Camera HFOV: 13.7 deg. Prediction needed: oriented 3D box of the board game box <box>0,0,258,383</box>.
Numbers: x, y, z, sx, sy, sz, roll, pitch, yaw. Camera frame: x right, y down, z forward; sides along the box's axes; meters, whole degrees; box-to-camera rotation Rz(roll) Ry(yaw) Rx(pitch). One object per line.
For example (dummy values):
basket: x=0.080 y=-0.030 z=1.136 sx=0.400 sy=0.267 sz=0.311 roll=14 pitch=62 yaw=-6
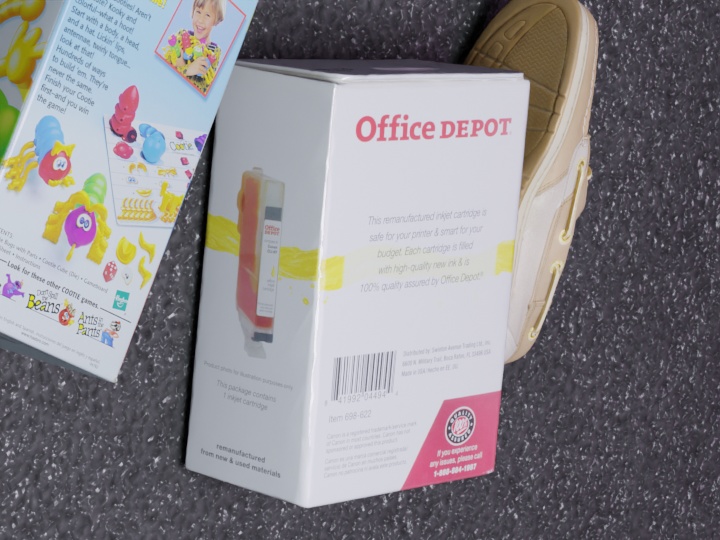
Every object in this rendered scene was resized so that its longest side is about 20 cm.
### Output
board game box: x=-0.133 y=-0.071 z=1.251 sx=0.105 sy=0.103 sz=0.201 roll=29 pitch=79 yaw=-48

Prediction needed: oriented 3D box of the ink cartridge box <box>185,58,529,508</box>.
ink cartridge box: x=0.000 y=0.000 z=1.434 sx=0.145 sy=0.083 sz=0.201 roll=-5 pitch=104 yaw=-48

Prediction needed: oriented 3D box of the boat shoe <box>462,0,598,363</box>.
boat shoe: x=0.081 y=-0.045 z=1.528 sx=0.069 sy=0.074 sz=0.201 roll=6 pitch=105 yaw=-51
